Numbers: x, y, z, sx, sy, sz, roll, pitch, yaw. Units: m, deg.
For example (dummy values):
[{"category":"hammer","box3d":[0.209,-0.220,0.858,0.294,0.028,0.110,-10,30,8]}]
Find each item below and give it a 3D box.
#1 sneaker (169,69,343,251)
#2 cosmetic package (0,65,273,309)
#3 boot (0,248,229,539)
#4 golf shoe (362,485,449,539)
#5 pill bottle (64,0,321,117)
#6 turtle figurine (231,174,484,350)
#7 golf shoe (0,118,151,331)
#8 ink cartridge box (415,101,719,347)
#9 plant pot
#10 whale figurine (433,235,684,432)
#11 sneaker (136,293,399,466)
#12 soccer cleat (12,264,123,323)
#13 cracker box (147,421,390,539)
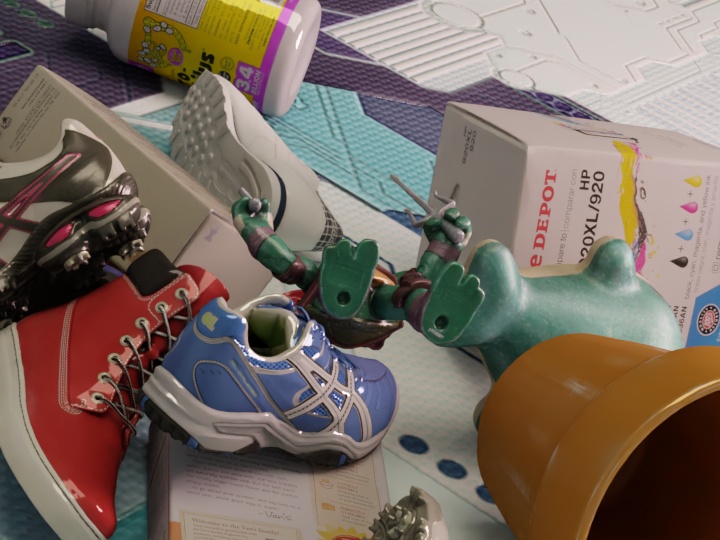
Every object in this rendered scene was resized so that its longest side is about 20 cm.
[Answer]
[{"category":"sneaker","box3d":[-0.082,-0.078,1.541,0.080,0.077,0.201,13,31,-34]},{"category":"cosmetic package","box3d":[-0.155,-0.048,1.387,0.200,0.071,0.105,39,3,35]},{"category":"boot","box3d":[-0.132,0.064,1.162,0.143,0.073,0.200,-29,35,2]},{"category":"golf shoe","box3d":[0.034,0.212,1.037,0.097,0.078,0.202,24,54,-26]},{"category":"pill bottle","box3d":[-0.139,-0.206,1.686,0.198,0.105,0.104,20,28,4]},{"category":"turtle figurine","box3d":[0.000,0.000,1.262,0.148,0.102,0.200,-4,9,-13]},{"category":"golf shoe","box3d":[-0.226,-0.010,1.231,0.199,0.077,0.089,-30,77,-10]},{"category":"ink cartridge box","box3d":[0.161,-0.027,1.463,0.198,0.149,0.145,4,13,-23]},{"category":"plant pot","box3d":[0.163,0.124,1.203,0.198,0.202,0.183,3,16,-27]},{"category":"whale figurine","box3d":[0.132,0.052,1.321,0.199,0.160,0.104,29,12,-43]},{"category":"sneaker","box3d":[-0.036,0.060,1.157,0.076,0.077,0.199,38,18,30]},{"category":"soccer cleat","box3d":[-0.238,0.012,1.299,0.198,0.065,0.084,11,-2,-5]},{"category":"cracker box","box3d":[-0.052,0.140,1.165,0.133,0.058,0.201,14,29,-13]}]
